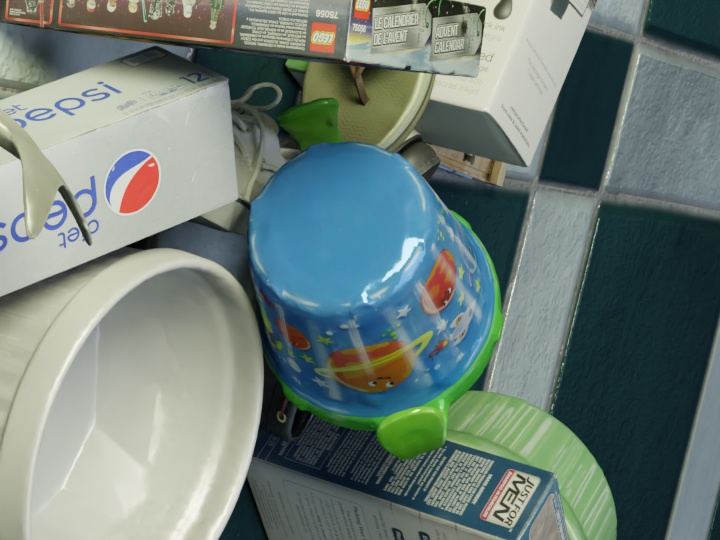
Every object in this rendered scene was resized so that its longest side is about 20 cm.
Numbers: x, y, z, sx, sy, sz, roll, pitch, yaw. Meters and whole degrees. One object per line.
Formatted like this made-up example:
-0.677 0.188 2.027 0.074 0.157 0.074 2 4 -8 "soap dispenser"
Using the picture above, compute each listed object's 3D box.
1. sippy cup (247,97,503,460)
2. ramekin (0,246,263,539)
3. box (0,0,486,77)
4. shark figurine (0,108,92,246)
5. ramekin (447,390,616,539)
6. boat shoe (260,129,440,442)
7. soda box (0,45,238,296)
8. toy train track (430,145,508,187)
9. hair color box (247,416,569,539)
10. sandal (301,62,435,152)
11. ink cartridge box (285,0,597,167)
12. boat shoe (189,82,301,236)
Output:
0.000 0.000 1.124 0.140 0.178 0.130 -51 157 -12 "sippy cup"
-0.146 0.078 1.096 0.200 0.105 0.201 -35 133 -49 "ramekin"
-0.057 -0.126 1.052 0.137 0.200 0.040 -4 102 -61 "box"
-0.222 -0.057 0.893 0.090 0.214 0.129 129 -46 -71 "shark figurine"
0.078 0.180 1.465 0.098 0.199 0.201 -44 140 -55 "ramekin"
-0.008 0.009 1.292 0.202 0.063 0.074 -57 165 4 "boat shoe"
-0.155 -0.040 1.009 0.200 0.063 0.068 -25 126 -34 "soda box"
0.065 -0.082 1.472 0.200 0.032 0.115 15 91 -63 "toy train track"
0.030 0.152 1.349 0.061 0.200 0.100 -54 146 -33 "hair color box"
0.013 -0.158 1.223 0.057 0.080 0.201 17 93 -61 "sandal"
0.064 -0.180 1.304 0.200 0.146 0.084 -68 151 -14 "ink cartridge box"
-0.072 -0.066 1.191 0.202 0.074 0.086 14 91 -65 "boat shoe"
